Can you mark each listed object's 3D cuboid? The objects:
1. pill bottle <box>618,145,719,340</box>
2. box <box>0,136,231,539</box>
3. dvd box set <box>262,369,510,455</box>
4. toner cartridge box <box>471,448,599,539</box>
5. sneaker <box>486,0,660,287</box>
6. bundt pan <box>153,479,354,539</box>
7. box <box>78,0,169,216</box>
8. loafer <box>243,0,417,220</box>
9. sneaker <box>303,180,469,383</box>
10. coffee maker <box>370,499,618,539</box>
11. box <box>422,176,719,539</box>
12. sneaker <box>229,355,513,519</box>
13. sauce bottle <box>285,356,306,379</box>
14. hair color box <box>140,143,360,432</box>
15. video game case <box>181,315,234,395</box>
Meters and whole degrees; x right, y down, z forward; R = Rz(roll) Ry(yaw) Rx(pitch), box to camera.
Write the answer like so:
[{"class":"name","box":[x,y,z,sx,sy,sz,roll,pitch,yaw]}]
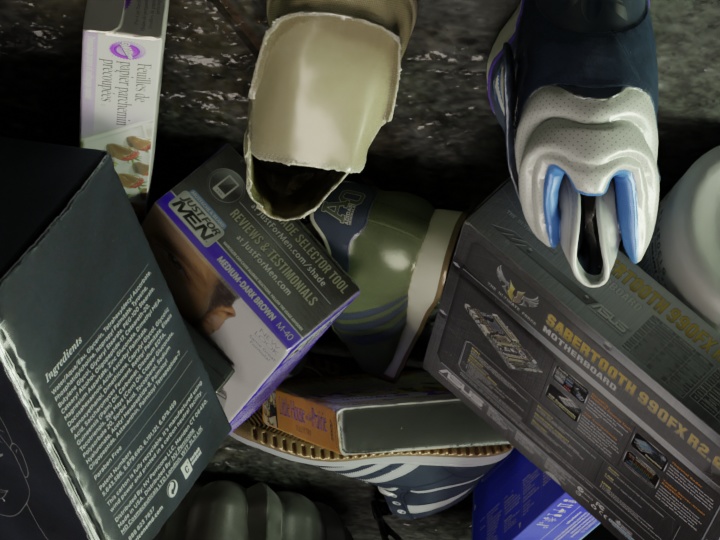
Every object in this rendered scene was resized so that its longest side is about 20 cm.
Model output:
[{"class":"pill bottle","box":[0.188,0.019,1.444,0.114,0.115,0.200,10,155,-12]},{"class":"box","box":[-0.203,0.039,1.401,0.199,0.124,0.197,9,138,34]},{"class":"dvd box set","box":[0.032,0.081,1.580,0.146,0.030,0.200,-3,-177,-15]},{"class":"toner cartridge box","box":[0.122,0.127,1.716,0.043,0.095,0.200,10,156,-13]},{"class":"sneaker","box":[0.099,-0.050,1.267,0.080,0.147,0.200,4,155,0]},{"class":"bundt pan","box":[-0.094,0.208,1.949,0.201,0.076,0.202,3,156,1]},{"class":"box","box":[-0.120,-0.087,1.350,0.039,0.042,0.200,6,156,-4]},{"class":"loafer","box":[-0.017,-0.084,1.305,0.075,0.069,0.200,6,155,-5]},{"class":"sneaker","box":[0.000,0.000,1.506,0.090,0.067,0.200,20,159,-1]},{"class":"coffee maker","box":[0.125,0.219,1.862,0.199,0.193,0.135,-20,175,4]},{"class":"box","box":[0.129,0.062,1.407,0.200,0.048,0.159,40,151,16]},{"class":"sneaker","box":[-0.003,0.110,1.730,0.199,0.070,0.109,6,154,-11]},{"class":"sauce bottle","box":[-0.120,0.066,1.657,0.200,0.065,0.065,-14,150,38]},{"class":"hair color box","box":[-0.085,0.024,1.497,0.109,0.065,0.200,48,150,4]},{"class":"video game case","box":[-0.185,0.022,1.497,0.200,0.026,0.181,44,145,-7]}]
